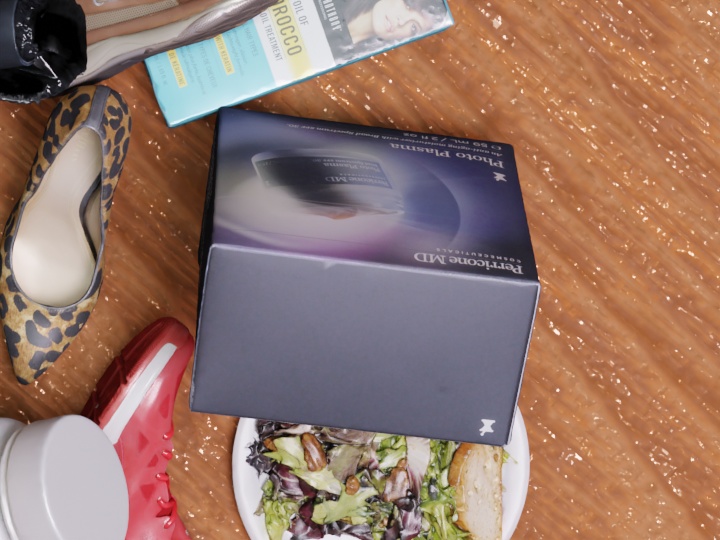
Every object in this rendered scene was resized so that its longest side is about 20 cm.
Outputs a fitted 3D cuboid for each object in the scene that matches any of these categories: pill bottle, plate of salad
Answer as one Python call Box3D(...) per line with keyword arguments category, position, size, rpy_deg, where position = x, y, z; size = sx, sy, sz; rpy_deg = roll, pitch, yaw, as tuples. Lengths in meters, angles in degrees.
Box3D(category="pill bottle", position=(-0.252, 0.154, 1.502), size=(0.199, 0.113, 0.114), rpy_deg=(-15, 94, 25))
Box3D(category="plate of salad", position=(0.015, 0.131, 1.596), size=(0.199, 0.048, 0.201), rpy_deg=(0, 93, -5))

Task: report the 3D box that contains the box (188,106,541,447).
Box3D(category="box", position=(0.000, 0.000, 1.498), size=(0.199, 0.199, 0.124), rpy_deg=(6, 118, -6))

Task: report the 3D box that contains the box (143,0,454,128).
Box3D(category="box", position=(-0.046, -0.163, 1.576), size=(0.199, 0.049, 0.083), rpy_deg=(-21, 94, -3))

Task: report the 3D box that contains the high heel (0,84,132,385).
Box3D(category="high heel", position=(-0.192, -0.020, 1.522), size=(0.071, 0.143, 0.201), rpy_deg=(15, 91, -6))

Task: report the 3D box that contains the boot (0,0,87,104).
Box3D(category="boot", position=(-0.244, -0.126, 1.469), size=(0.167, 0.200, 0.077), rpy_deg=(-2, 84, 9))

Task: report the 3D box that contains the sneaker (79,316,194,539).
Box3D(category="sneaker", position=(-0.136, 0.135, 1.579), size=(0.115, 0.078, 0.200), rpy_deg=(30, 102, -14))

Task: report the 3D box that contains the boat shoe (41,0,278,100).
Box3D(category="boat shoe", position=(-0.132, -0.170, 1.504), size=(0.199, 0.076, 0.072), rpy_deg=(-20, 91, 8))
